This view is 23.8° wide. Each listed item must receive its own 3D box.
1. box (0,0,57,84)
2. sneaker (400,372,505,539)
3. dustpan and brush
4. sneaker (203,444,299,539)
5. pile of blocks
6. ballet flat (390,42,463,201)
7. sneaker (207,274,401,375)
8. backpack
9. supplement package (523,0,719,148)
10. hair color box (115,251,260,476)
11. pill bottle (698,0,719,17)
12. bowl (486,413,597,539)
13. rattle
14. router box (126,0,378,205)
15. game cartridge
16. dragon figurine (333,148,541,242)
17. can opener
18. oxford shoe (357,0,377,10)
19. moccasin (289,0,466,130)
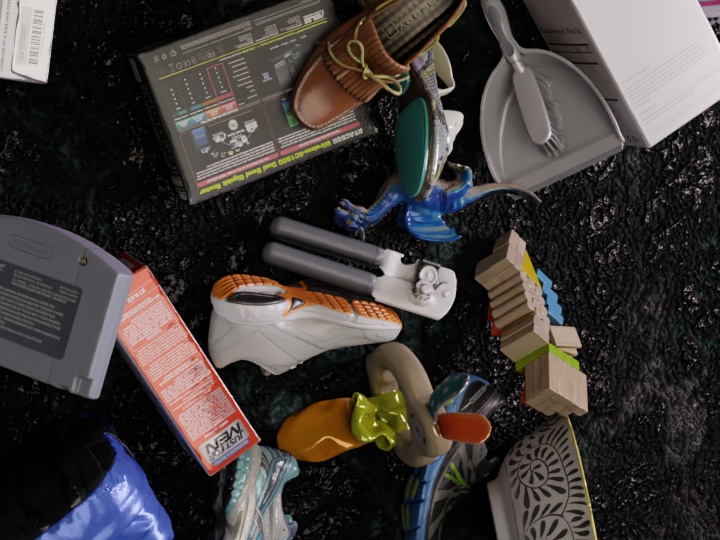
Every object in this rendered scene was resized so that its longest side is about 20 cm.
[{"bbox_3d":[-0.372,-0.256,1.526,0.200,0.041,0.156,5,95,-20],"label":"box"},{"bbox_3d":[0.096,0.205,1.730,0.083,0.071,0.200,19,88,-14],"label":"sneaker"},{"bbox_3d":[0.163,-0.188,1.695,0.057,0.139,0.200,10,59,-59],"label":"dustpan and brush"},{"bbox_3d":[-0.104,0.267,1.669,0.086,0.078,0.201,9,94,-23],"label":"sneaker"},{"bbox_3d":[0.168,0.062,1.726,0.082,0.062,0.200,9,57,-47],"label":"pile of blocks"},{"bbox_3d":[0.064,-0.162,1.643,0.072,0.072,0.201,-4,71,-18],"label":"ballet flat"},{"bbox_3d":[-0.059,0.060,1.668,0.200,0.076,0.092,6,116,-22],"label":"sneaker"},{"bbox_3d":[-0.248,0.231,1.549,0.162,0.200,0.168,-43,108,-10],"label":"backpack"},{"bbox_3d":[0.261,-0.240,1.701,0.121,0.120,0.200,-33,106,-10],"label":"supplement package"},{"bbox_3d":[-0.181,0.085,1.599,0.064,0.111,0.200,-34,107,-12],"label":"hair color box"},{"bbox_3d":[0.379,-0.365,1.728,0.113,0.113,0.200,-15,102,-16],"label":"pill bottle"},{"bbox_3d":[0.180,0.248,1.717,0.094,0.201,0.201,-12,101,2],"label":"bowl"},{"bbox_3d":[0.018,0.142,1.625,0.143,0.200,0.131,1,101,-20],"label":"rattle"},{"bbox_3d":[-0.102,-0.167,1.618,0.200,0.062,0.150,-22,103,-15],"label":"router box"},{"bbox_3d":[-0.296,0.023,1.527,0.042,0.200,0.133,22,87,-63],"label":"game cartridge"},{"bbox_3d":[0.070,-0.061,1.691,0.200,0.059,0.100,13,95,-15],"label":"dragon figurine"},{"bbox_3d":[0.000,0.000,1.679,0.200,0.066,0.053,18,80,-12],"label":"can opener"},{"bbox_3d":[0.016,-0.315,1.609,0.070,0.075,0.200,-22,88,-13],"label":"oxford shoe"},{"bbox_3d":[0.019,-0.202,1.570,0.201,0.078,0.074,-35,107,3],"label":"moccasin"}]
